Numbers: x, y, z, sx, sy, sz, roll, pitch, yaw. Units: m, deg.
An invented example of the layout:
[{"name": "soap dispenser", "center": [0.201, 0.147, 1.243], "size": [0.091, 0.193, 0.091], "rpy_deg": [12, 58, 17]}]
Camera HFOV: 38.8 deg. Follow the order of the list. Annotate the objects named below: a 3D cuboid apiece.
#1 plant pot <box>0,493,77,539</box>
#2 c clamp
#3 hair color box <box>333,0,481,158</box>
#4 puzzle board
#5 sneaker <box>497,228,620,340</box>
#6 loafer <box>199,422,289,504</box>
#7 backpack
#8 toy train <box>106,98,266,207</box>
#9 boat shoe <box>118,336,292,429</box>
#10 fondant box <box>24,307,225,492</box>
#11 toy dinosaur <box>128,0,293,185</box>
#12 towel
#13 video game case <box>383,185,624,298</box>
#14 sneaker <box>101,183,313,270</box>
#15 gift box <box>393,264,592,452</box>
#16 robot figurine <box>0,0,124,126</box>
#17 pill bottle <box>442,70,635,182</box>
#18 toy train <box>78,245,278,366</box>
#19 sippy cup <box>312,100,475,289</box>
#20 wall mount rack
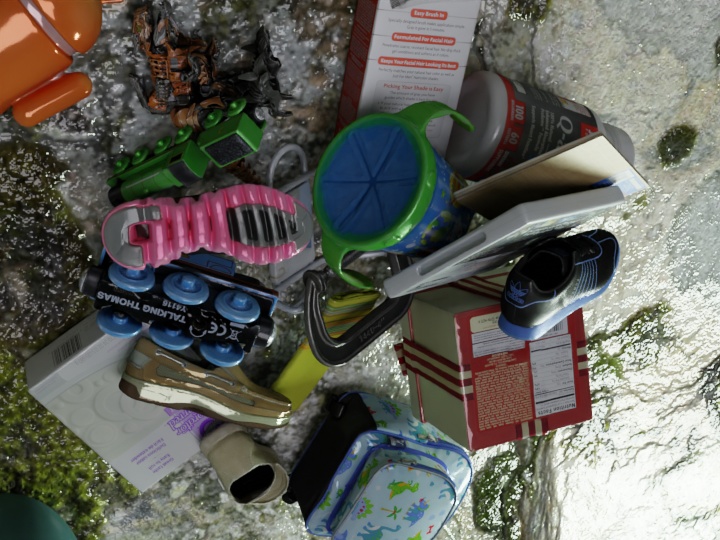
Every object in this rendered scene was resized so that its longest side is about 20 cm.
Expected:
[{"name": "plant pot", "center": [-0.395, 0.345, 1.127], "size": [0.200, 0.161, 0.201], "rpy_deg": [-10, 121, -17]}, {"name": "c clamp", "center": [0.000, 0.000, 1.094], "size": [0.200, 0.027, 0.171], "rpy_deg": [-43, 129, -35]}, {"name": "hair color box", "center": [0.047, -0.212, 1.044], "size": [0.111, 0.064, 0.200], "rpy_deg": [0, 121, -21]}, {"name": "puzzle board", "center": [0.197, -0.084, 1.033], "size": [0.150, 0.017, 0.200], "rpy_deg": [-23, 161, 23]}, {"name": "sneaker", "center": [0.217, -0.005, 1.075], "size": [0.200, 0.070, 0.078], "rpy_deg": [-37, 146, -38]}, {"name": "loafer", "center": [-0.131, 0.243, 1.202], "size": [0.076, 0.068, 0.200], "rpy_deg": [-32, 149, -2]}, {"name": "backpack", "center": [0.038, 0.263, 1.268], "size": [0.200, 0.147, 0.183], "rpy_deg": [14, 115, -32]}, {"name": "toy train", "center": [-0.169, -0.104, 0.967], "size": [0.200, 0.056, 0.042], "rpy_deg": [-20, 132, 34]}, {"name": "boat shoe", "center": [-0.152, 0.116, 1.091], "size": [0.200, 0.072, 0.076], "rpy_deg": [18, 90, -35]}, {"name": "fondant box", "center": [-0.247, 0.134, 1.129], "size": [0.144, 0.058, 0.200], "rpy_deg": [-36, 127, 0]}, {"name": "toy dinosaur", "center": [-0.142, -0.172, 0.991], "size": [0.135, 0.102, 0.200], "rpy_deg": [-20, 144, 8]}, {"name": "towel", "center": [-0.055, 0.096, 1.166], "size": [0.086, 0.018, 0.200], "rpy_deg": [-7, 138, -52]}, {"name": "video game case", "center": [0.146, -0.031, 1.030], "size": [0.182, 0.023, 0.200], "rpy_deg": [-30, 169, 39]}, {"name": "sneaker", "center": [-0.147, -0.045, 0.991], "size": [0.199, 0.095, 0.079], "rpy_deg": [-1, 96, -12]}, {"name": "gift box", "center": [0.153, 0.079, 1.189], "size": [0.184, 0.187, 0.201], "rpy_deg": [-6, 99, -19]}, {"name": "robot figurine", "center": [-0.305, -0.205, 0.873], "size": [0.200, 0.144, 0.117], "rpy_deg": [-36, 158, 0]}, {"name": "pill bottle", "center": [0.194, -0.137, 1.117], "size": [0.200, 0.116, 0.116], "rpy_deg": [12, 113, -28]}, {"name": "toy train", "center": [-0.179, 0.022, 1.034], "size": [0.200, 0.114, 0.087], "rpy_deg": [17, 121, -11]}, {"name": "sippy cup", "center": [0.043, -0.072, 1.020], "size": [0.178, 0.140, 0.130], "rpy_deg": [-26, 153, 29]}, {"name": "wall mount rack", "center": [-0.035, -0.046, 1.107], "size": [0.174, 0.074, 0.200], "rpy_deg": [-35, 135, -41]}]
